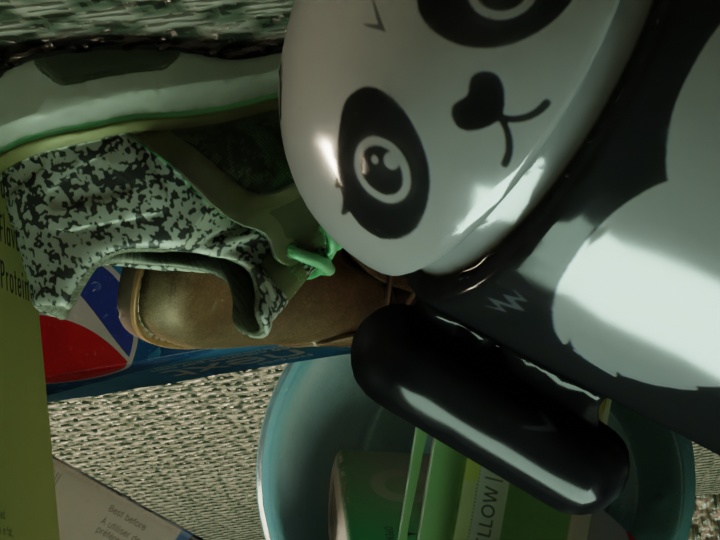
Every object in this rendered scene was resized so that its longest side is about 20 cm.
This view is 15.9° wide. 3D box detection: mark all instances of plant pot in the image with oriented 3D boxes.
[{"bbox_3d":[0.056,0.092,1.113,0.199,0.201,0.188,-6,178,-4],"label":"plant pot"}]

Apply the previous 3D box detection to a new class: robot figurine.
[{"bbox_3d":[0.077,-0.028,0.620,0.199,0.151,0.125,28,154,-18],"label":"robot figurine"}]

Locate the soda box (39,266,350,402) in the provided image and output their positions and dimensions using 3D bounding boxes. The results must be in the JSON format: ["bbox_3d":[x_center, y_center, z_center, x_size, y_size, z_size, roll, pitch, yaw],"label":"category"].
[{"bbox_3d":[-0.106,0.014,1.040,0.199,0.064,0.068,-11,169,19],"label":"soda box"}]

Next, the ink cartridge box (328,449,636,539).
[{"bbox_3d":[0.090,0.119,0.939,0.199,0.050,0.161,1,-162,-4],"label":"ink cartridge box"}]

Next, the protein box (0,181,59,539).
[{"bbox_3d":[-0.189,0.054,0.811,0.134,0.201,0.199,-8,170,9],"label":"protein box"}]

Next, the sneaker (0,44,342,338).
[{"bbox_3d":[-0.024,-0.022,0.812,0.199,0.089,0.077,-5,170,-15],"label":"sneaker"}]

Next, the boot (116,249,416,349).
[{"bbox_3d":[0.000,0.000,0.934,0.075,0.074,0.200,31,-156,37],"label":"boot"}]

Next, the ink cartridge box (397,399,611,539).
[{"bbox_3d":[0.052,0.053,0.825,0.048,0.146,0.200,11,-162,8],"label":"ink cartridge box"}]

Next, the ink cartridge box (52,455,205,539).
[{"bbox_3d":[-0.085,0.127,1.067,0.198,0.044,0.200,27,169,12],"label":"ink cartridge box"}]
